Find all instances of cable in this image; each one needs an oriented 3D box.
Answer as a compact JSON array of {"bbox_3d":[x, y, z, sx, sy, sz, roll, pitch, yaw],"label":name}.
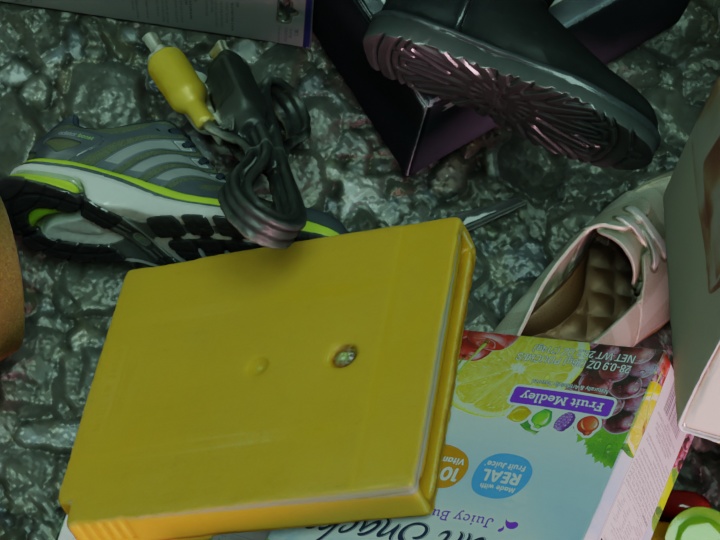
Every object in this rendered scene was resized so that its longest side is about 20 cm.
[{"bbox_3d":[-0.060,-0.060,1.199,0.050,0.097,0.200,-46,37,22],"label":"cable"}]

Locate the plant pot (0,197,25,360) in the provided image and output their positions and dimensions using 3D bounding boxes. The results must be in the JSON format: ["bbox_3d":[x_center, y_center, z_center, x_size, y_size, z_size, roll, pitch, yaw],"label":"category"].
[{"bbox_3d":[-0.284,0.016,1.161,0.199,0.186,0.187,-9,74,-20],"label":"plant pot"}]

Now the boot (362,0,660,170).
[{"bbox_3d":[0.112,-0.171,1.162,0.164,0.066,0.201,25,68,1],"label":"boot"}]

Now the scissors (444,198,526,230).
[{"bbox_3d":[0.000,0.000,1.255,0.199,0.014,0.073,-5,71,-6],"label":"scissors"}]

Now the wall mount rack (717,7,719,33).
[{"bbox_3d":[0.271,-0.109,1.254,0.173,0.074,0.201,-13,97,-45],"label":"wall mount rack"}]

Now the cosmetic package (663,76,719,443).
[{"bbox_3d":[0.212,-0.002,1.090,0.103,0.087,0.200,15,35,-7],"label":"cosmetic package"}]

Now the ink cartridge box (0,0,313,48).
[{"bbox_3d":[-0.122,-0.175,1.254,0.199,0.099,0.039,10,72,-1],"label":"ink cartridge box"}]

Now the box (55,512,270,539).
[{"bbox_3d":[-0.089,0.145,1.194,0.144,0.036,0.201,17,72,2],"label":"box"}]

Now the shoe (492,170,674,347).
[{"bbox_3d":[0.136,0.015,1.235,0.070,0.053,0.200,43,76,9],"label":"shoe"}]

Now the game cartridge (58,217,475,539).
[{"bbox_3d":[-0.047,0.058,1.124,0.199,0.032,0.177,-9,45,23],"label":"game cartridge"}]

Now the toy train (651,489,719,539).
[{"bbox_3d":[0.177,0.152,1.164,0.199,0.116,0.085,7,73,-1],"label":"toy train"}]

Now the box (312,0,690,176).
[{"bbox_3d":[0.061,-0.195,1.257,0.200,0.123,0.199,-29,76,-12],"label":"box"}]

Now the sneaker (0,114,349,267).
[{"bbox_3d":[-0.098,-0.043,1.224,0.199,0.074,0.081,15,53,7],"label":"sneaker"}]

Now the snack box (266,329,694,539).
[{"bbox_3d":[0.050,0.125,1.076,0.168,0.068,0.200,4,52,33],"label":"snack box"}]
